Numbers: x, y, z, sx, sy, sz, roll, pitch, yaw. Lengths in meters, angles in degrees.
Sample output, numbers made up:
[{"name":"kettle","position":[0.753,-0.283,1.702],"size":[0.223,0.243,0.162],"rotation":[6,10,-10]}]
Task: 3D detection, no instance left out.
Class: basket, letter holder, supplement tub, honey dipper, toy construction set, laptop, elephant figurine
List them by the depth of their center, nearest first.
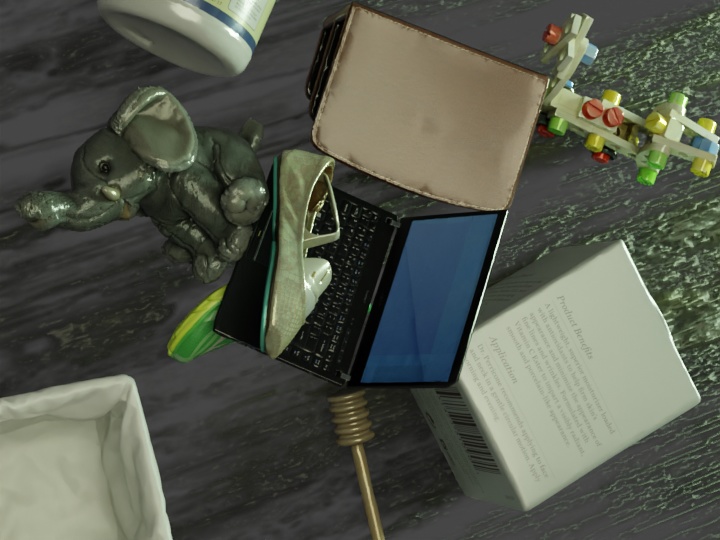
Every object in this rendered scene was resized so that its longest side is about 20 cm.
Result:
[{"name":"basket","position":[-0.272,0.200,1.488],"size":[0.196,0.161,0.202],"rotation":[-12,92,-16]},{"name":"elephant figurine","position":[-0.186,-0.087,1.543],"size":[0.199,0.155,0.142],"rotation":[26,103,-22]},{"name":"laptop","position":[0.000,0.000,1.549],"size":[0.199,0.103,0.178],"rotation":[24,63,-10]},{"name":"supplement tub","position":[-0.130,-0.288,1.569],"size":[0.144,0.145,0.201],"rotation":[25,81,-14]},{"name":"letter holder","position":[0.050,-0.138,1.639],"size":[0.198,0.100,0.143],"rotation":[19,84,-15]},{"name":"honey dipper","position":[0.006,0.209,1.642],"size":[0.038,0.038,0.202],"rotation":[-13,93,-16]},{"name":"toy construction set","position":[0.235,-0.151,1.676],"size":[0.200,0.131,0.092],"rotation":[39,77,-11]}]

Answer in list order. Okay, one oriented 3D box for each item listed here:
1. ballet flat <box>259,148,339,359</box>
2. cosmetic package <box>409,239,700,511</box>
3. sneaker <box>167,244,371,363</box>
[{"name":"ballet flat","position":[-0.049,-0.019,1.523],"size":[0.062,0.068,0.202],"rotation":[3,62,0]},{"name":"cosmetic package","position":[0.165,0.092,1.626],"size":[0.199,0.165,0.166],"rotation":[-29,96,-15]},{"name":"sneaker","position":[-0.077,0.041,1.601],"size":[0.199,0.074,0.084],"rotation":[-22,81,-16]}]
